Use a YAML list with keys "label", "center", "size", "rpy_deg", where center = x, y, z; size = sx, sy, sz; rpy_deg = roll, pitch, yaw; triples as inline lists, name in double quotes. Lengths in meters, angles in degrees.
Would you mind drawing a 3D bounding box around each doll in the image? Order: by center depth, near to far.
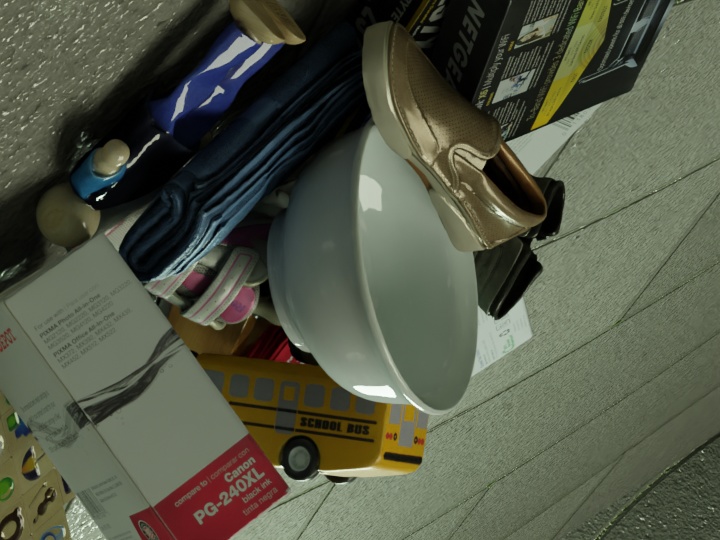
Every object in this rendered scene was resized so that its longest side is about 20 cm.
- label: "doll"
  center: [-0.119, -0.084, 1.473]
  size: [0.200, 0.048, 0.136]
  rpy_deg: [-43, 171, 15]

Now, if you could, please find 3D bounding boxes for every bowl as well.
- label: "bowl"
  center: [0.000, 0.000, 1.570]
  size: [0.090, 0.202, 0.201]
  rpy_deg: [-10, 175, 22]

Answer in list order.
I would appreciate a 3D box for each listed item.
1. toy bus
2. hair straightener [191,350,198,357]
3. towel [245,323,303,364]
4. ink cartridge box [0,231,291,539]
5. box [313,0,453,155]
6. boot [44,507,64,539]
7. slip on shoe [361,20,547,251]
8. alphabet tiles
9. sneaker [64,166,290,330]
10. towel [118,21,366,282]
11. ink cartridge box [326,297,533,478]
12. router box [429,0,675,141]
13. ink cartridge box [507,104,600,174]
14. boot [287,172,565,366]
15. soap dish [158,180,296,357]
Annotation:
- label: "toy bus"
  center: [-0.056, 0.102, 1.675]
  size: [0.065, 0.199, 0.079]
  rpy_deg: [13, 83, -60]
- label: "hair straightener"
  center: [-0.181, 0.065, 1.688]
  size: [0.077, 0.041, 0.200]
  rpy_deg: [-44, 151, 18]
- label: "towel"
  center: [-0.025, 0.064, 1.815]
  size: [0.200, 0.023, 0.145]
  rpy_deg: [-12, 149, -50]
- label: "ink cartridge box"
  center: [-0.149, 0.086, 1.514]
  size: [0.083, 0.200, 0.145]
  rpy_deg: [-36, -178, -21]
- label: "box"
  center: [0.053, -0.168, 1.644]
  size: [0.159, 0.049, 0.200]
  rpy_deg: [-23, 158, -42]
- label: "boot"
  center: [-0.287, 0.158, 1.620]
  size: [0.199, 0.066, 0.175]
  rpy_deg: [6, 150, -37]
- label: "slip on shoe"
  center: [0.060, -0.086, 1.551]
  size: [0.060, 0.076, 0.200]
  rpy_deg: [-9, 135, 22]
- label: "alphabet tiles"
  center: [-0.248, 0.153, 1.591]
  size: [0.200, 0.006, 0.167]
  rpy_deg: [-42, 136, -39]
- label: "sneaker"
  center: [-0.104, -0.010, 1.601]
  size: [0.200, 0.088, 0.081]
  rpy_deg: [4, 137, -42]
- label: "towel"
  center: [-0.067, -0.070, 1.534]
  size: [0.200, 0.049, 0.112]
  rpy_deg: [-47, -178, -38]
- label: "ink cartridge box"
  center: [0.033, 0.062, 1.813]
  size: [0.200, 0.041, 0.200]
  rpy_deg: [-35, 160, -5]
- label: "router box"
  center: [0.129, -0.164, 1.600]
  size: [0.157, 0.052, 0.200]
  rpy_deg: [-23, 158, -22]
- label: "ink cartridge box"
  center: [0.079, -0.116, 1.863]
  size: [0.173, 0.044, 0.200]
  rpy_deg: [19, 124, -43]
- label: "boot"
  center: [0.046, 0.000, 1.673]
  size: [0.200, 0.130, 0.068]
  rpy_deg: [-58, 158, -3]
- label: "soap dish"
  center: [-0.044, 0.002, 1.792]
  size: [0.200, 0.081, 0.157]
  rpy_deg: [-22, 157, -30]
